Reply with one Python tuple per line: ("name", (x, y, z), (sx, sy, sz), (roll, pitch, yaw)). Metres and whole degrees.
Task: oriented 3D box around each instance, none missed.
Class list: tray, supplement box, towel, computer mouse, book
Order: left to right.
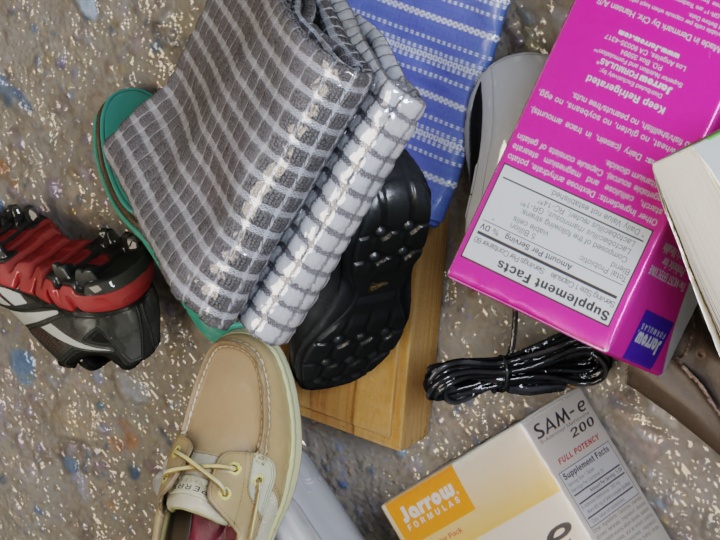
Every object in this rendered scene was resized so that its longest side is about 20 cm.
("towel", (-0.058, -0.076, 1.260), (0.166, 0.085, 0.200), (-61, 30, 17))
("tray", (0.000, 0.000, 1.399), (0.098, 0.037, 0.201), (17, 114, 30))
("towel", (0.013, -0.139, 1.325), (0.144, 0.024, 0.201), (23, 105, 28))
("computer mouse", (0.090, -0.021, 1.297), (0.109, 0.044, 0.201), (-1, 106, -5))
("supplement box", (0.119, 0.188, 1.351), (0.126, 0.073, 0.201), (-36, 83, 38))
("supplement box", (0.142, -0.060, 1.189), (0.103, 0.101, 0.201), (27, 93, 26))
("book", (0.224, -0.020, 1.128), (0.048, 0.200, 0.134), (-24, 90, 38))

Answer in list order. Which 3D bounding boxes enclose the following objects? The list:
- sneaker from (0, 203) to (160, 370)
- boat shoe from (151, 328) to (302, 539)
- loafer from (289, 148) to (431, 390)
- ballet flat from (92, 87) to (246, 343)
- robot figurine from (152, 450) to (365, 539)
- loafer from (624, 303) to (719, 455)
("sneaker", (-0.201, 0.016, 1.522), (0.200, 0.071, 0.098), (14, 132, 44))
("boat shoe", (-0.084, 0.135, 1.355), (0.074, 0.066, 0.201), (7, 93, 27))
("loafer", (-0.005, -0.005, 1.326), (0.201, 0.068, 0.071), (108, 147, -50))
("ballet flat", (-0.112, -0.025, 1.445), (0.200, 0.067, 0.071), (56, 163, 30))
("robot figurine", (-0.049, 0.191, 1.447), (0.200, 0.113, 0.170), (56, 162, 7))
("loafer", (0.179, 0.051, 1.256), (0.071, 0.073, 0.201), (-29, 76, 7))
